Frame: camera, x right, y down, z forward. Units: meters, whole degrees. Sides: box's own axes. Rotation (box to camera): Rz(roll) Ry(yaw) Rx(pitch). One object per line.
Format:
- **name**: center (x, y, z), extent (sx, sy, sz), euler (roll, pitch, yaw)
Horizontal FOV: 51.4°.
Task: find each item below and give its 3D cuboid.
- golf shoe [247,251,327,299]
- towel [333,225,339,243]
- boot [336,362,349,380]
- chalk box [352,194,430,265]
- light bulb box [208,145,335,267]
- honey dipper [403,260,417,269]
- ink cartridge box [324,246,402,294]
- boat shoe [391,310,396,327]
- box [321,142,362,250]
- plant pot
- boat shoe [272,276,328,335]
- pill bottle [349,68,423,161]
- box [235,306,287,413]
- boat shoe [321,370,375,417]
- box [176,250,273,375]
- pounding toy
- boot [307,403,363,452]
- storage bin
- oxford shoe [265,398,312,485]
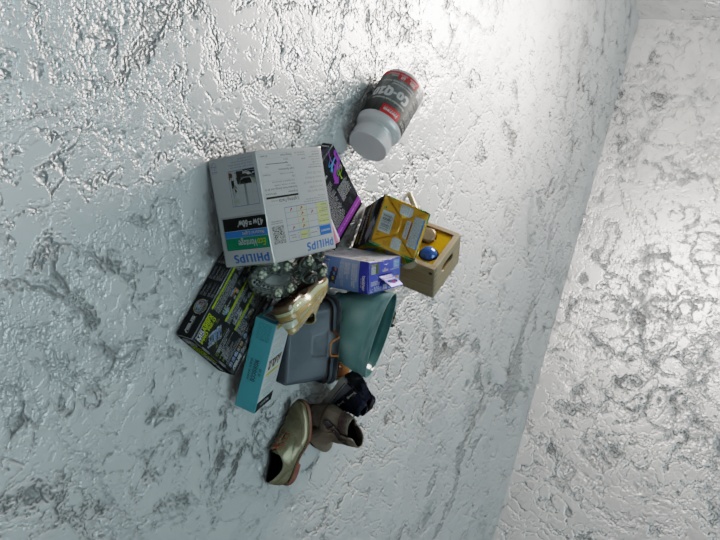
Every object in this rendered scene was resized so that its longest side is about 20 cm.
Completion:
- **golf shoe**: center (-0.156, 0.007, 1.490), extent (0.199, 0.087, 0.078), euler (-15, 107, -46)
- **towel**: center (-0.132, -0.067, 1.577), extent (0.200, 0.030, 0.148), euler (-41, 134, -28)
- **boot**: center (-0.046, 0.171, 1.804), extent (0.200, 0.073, 0.157), euler (-28, 124, -62)
- **chalk box**: center (0.064, -0.086, 1.796), extent (0.200, 0.123, 0.126), euler (158, -47, -73)
- **light bulb box**: center (-0.162, -0.122, 1.409), extent (0.197, 0.123, 0.203), euler (-17, 101, -54)
- **honey dipper**: center (0.108, -0.093, 1.902), extent (0.038, 0.038, 0.202), euler (55, 20, -51)
- **ink cartridge box**: center (0.000, 0.000, 1.683), extent (0.136, 0.198, 0.078), euler (-12, 107, -54)
- **boat shoe**: center (0.053, 0.127, 1.890), extent (0.200, 0.072, 0.076), euler (81, 13, -69)
- **box**: center (-0.071, -0.164, 1.673), extent (0.144, 0.036, 0.201), euler (-60, 146, -25)
- **plant pot**: center (-0.012, 0.126, 1.699), extent (0.200, 0.133, 0.203), euler (18, 90, -79)
- **boat shoe**: center (-0.114, 0.074, 1.520), extent (0.200, 0.071, 0.077), euler (-40, 112, -59)
- **pill bottle**: center (0.060, -0.360, 1.739), extent (0.201, 0.113, 0.114), euler (-61, 145, -26)
- **box**: center (-0.197, 0.181, 1.521), extent (0.082, 0.049, 0.203), euler (-34, 142, -67)
- **boat shoe**: center (-0.029, 0.318, 1.775), extent (0.074, 0.093, 0.201), euler (-24, 158, -31)
- **box**: center (-0.253, 0.078, 1.452), extent (0.202, 0.044, 0.161), euler (-65, 146, -21)
- **pounding toy**: center (0.158, -0.071, 1.964), extent (0.200, 0.182, 0.143), euler (-49, 151, -37)
- **boot**: center (-0.057, 0.390, 1.785), extent (0.071, 0.145, 0.201), euler (-55, 142, -31)
- **storage bin**: center (-0.128, 0.155, 1.609), extent (0.133, 0.144, 0.203), euler (-9, 109, -46)
- **oxford shoe**: center (-0.163, 0.390, 1.688), extent (0.074, 0.070, 0.203), euler (14, 88, -53)
